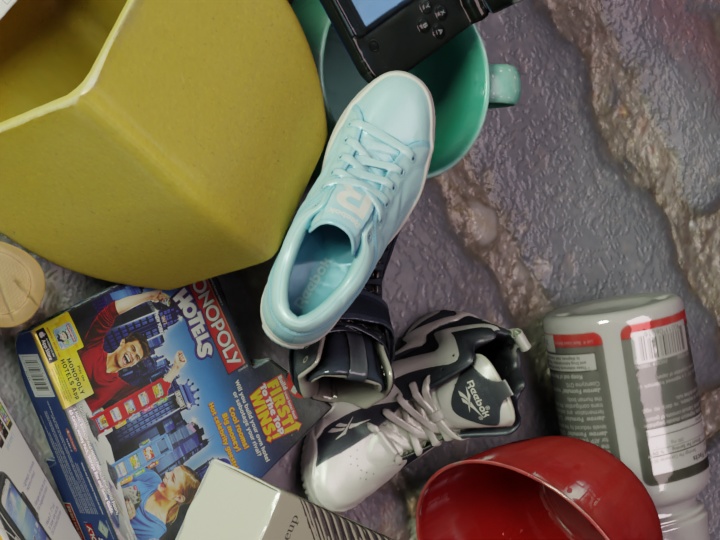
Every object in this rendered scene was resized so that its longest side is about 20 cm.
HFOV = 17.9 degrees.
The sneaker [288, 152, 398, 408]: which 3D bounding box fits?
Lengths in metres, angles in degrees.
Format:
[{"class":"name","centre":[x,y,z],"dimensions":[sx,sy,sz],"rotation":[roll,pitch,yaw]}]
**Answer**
[{"class":"sneaker","centre":[0.001,0.001,1.563],"dimensions":[0.077,0.146,0.203],"rotation":[11,126,-15]}]

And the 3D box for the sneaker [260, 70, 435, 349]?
[{"class":"sneaker","centre":[-0.001,-0.040,1.488],"dimensions":[0.074,0.082,0.201],"rotation":[23,84,-5]}]

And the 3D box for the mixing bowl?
[{"class":"mixing bowl","centre":[0.152,0.201,1.719],"dimensions":[0.108,0.200,0.201],"rotation":[-38,110,-41]}]

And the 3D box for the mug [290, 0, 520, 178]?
[{"class":"mug","centre":[0.012,-0.129,1.670],"dimensions":[0.185,0.114,0.152],"rotation":[38,68,-29]}]

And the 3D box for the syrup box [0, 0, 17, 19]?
[{"class":"syrup box","centre":[-0.240,-0.227,1.486],"dimensions":[0.081,0.079,0.200],"rotation":[42,84,-26]}]

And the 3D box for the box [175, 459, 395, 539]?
[{"class":"box","centre":[-0.042,0.202,1.604],"dimensions":[0.200,0.068,0.082],"rotation":[30,82,-53]}]

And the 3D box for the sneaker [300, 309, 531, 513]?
[{"class":"sneaker","centre":[0.051,0.104,1.681],"dimensions":[0.199,0.129,0.080],"rotation":[-38,108,-29]}]

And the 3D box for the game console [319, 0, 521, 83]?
[{"class":"game console","centre":[0.046,-0.255,1.560],"dimensions":[0.171,0.118,0.200],"rotation":[-39,106,-35]}]

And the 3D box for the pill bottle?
[{"class":"pill bottle","centre":[0.214,0.125,1.804],"dimensions":[0.114,0.114,0.201],"rotation":[-13,96,-34]}]

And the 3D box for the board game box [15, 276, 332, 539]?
[{"class":"board game box","centre":[-0.126,0.093,1.599],"dimensions":[0.200,0.062,0.201],"rotation":[-28,103,-34]}]

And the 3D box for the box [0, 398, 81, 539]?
[{"class":"box","centre":[-0.235,0.160,1.492],"dimensions":[0.041,0.119,0.200],"rotation":[-26,106,11]}]

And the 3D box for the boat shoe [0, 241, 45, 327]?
[{"class":"boat shoe","centre":[-0.303,-0.013,1.476],"dimensions":[0.199,0.069,0.074],"rotation":[25,81,-10]}]

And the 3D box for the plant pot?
[{"class":"plant pot","centre":[-0.137,-0.097,1.498],"dimensions":[0.200,0.194,0.196],"rotation":[45,51,-28]}]
